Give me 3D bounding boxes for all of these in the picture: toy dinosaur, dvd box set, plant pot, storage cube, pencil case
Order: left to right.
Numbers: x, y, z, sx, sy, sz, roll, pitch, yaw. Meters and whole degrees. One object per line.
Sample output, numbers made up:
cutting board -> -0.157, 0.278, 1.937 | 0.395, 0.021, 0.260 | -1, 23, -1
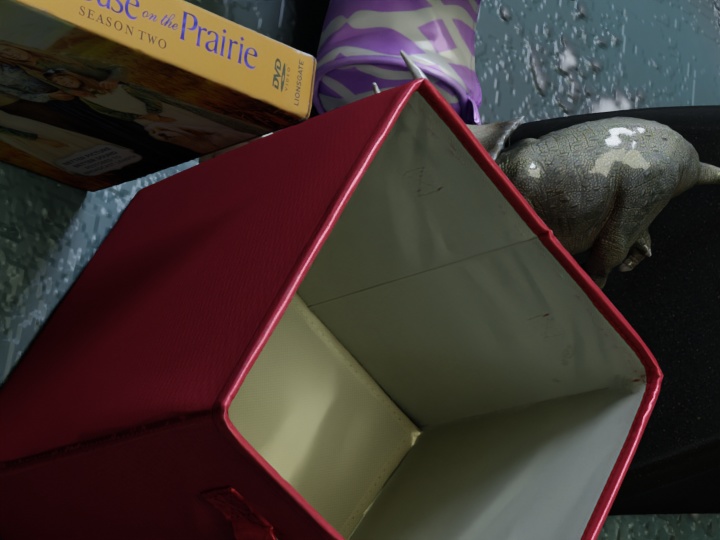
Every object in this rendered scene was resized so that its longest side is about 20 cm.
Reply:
dvd box set -> -0.137, -0.082, 0.811 | 0.199, 0.146, 0.030 | 20, 67, -40
storage cube -> -0.019, 0.061, 0.860 | 0.171, 0.179, 0.201 | 48, 50, -23
pencil case -> 0.033, -0.154, 1.036 | 0.085, 0.084, 0.201 | 12, 66, 3
toy dinosaur -> 0.097, -0.031, 0.965 | 0.198, 0.103, 0.077 | 0, 48, -12
plant pot -> 0.213, 0.013, 1.100 | 0.199, 0.177, 0.201 | 6, 75, -44

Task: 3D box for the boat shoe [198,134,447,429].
boat shoe -> 0.000, 0.000, 0.976 | 0.202, 0.071, 0.061 | 54, 43, -27
